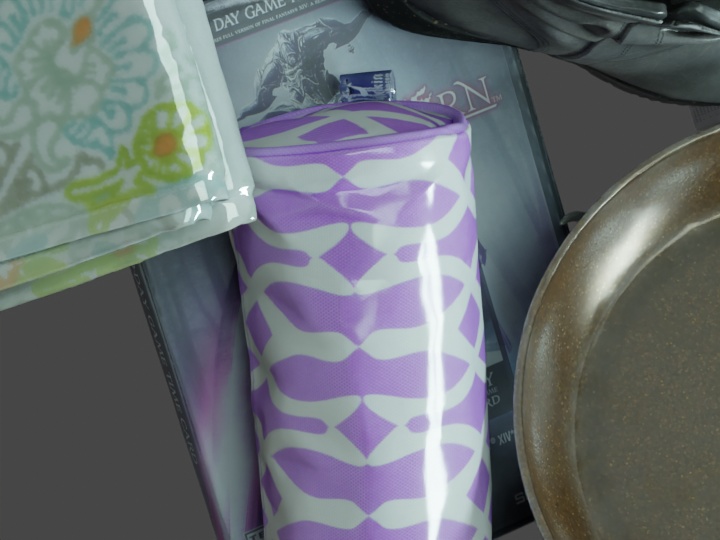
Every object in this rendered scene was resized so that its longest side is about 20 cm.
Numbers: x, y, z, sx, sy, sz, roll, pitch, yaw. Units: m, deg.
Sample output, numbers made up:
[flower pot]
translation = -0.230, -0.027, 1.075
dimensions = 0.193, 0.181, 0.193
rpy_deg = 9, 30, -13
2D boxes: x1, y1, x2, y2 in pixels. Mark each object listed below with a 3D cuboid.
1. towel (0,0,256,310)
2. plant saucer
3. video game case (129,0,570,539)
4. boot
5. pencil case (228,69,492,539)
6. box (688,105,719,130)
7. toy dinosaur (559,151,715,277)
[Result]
[towel]
translation = -0.131, -0.082, 0.889
dimensions = 0.170, 0.048, 0.201
rpy_deg = -18, 89, 21
[plant saucer]
translation = 0.145, 0.047, 0.915
dimensions = 0.199, 0.032, 0.201
rpy_deg = 0, 66, 1
[video game case]
translation = 0.000, 0.000, 0.961
dimensions = 0.142, 0.019, 0.201
rpy_deg = -22, 107, -19
[boot]
translation = 0.109, -0.084, 0.917
dimensions = 0.199, 0.131, 0.070
rpy_deg = 0, 94, -29
[pencil case]
translation = -0.003, 0.044, 0.913
dimensions = 0.085, 0.084, 0.201
rpy_deg = -3, 99, 9
[box]
translation = 0.109, -0.150, 1.027
dimensions = 0.039, 0.041, 0.201
rpy_deg = -17, 89, -19
[toy dinosaur]
translation = 0.155, 0.014, 1.017
dimensions = 0.102, 0.077, 0.200
rpy_deg = -43, 113, -1
